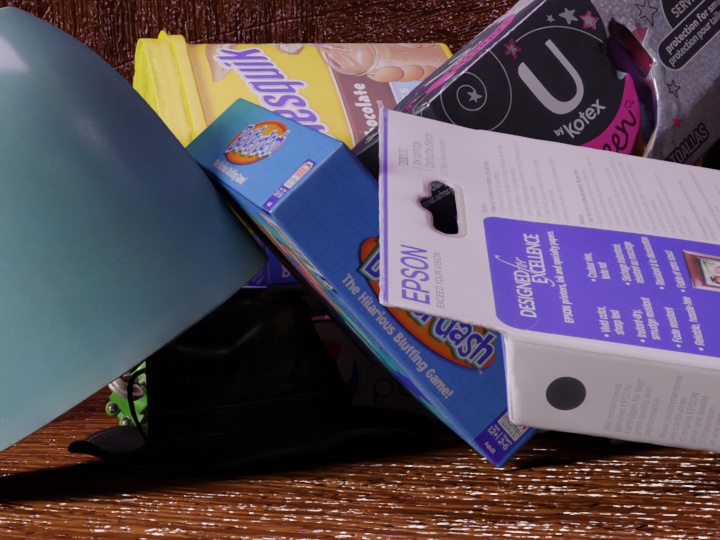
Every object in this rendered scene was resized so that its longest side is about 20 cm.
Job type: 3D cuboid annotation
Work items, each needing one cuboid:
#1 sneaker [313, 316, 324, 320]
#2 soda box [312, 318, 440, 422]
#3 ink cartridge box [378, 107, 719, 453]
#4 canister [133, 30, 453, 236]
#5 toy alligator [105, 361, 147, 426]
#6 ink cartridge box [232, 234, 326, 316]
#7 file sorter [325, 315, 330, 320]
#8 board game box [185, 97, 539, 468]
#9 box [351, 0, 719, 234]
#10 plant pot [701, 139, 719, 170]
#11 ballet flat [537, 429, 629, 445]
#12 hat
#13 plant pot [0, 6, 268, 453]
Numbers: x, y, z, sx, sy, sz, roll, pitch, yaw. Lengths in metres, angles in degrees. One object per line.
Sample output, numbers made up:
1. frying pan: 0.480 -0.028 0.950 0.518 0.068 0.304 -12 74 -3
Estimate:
1. sneaker: -0.090 0.060 1.174 0.077 0.079 0.200 -9 -14 -36
2. soda box: 0.014 0.058 0.949 0.198 0.064 0.068 -4 0 10
3. ink cartridge box: 0.100 0.002 0.628 0.198 0.044 0.199 11 25 -3
4. canister: -0.032 -0.080 0.977 0.198 0.087 0.149 -2 41 -15
5. toy alligator: -0.131 0.077 0.981 0.054 0.059 0.200 -47 -7 9
6. ink cartridge box: 0.000 0.000 0.910 0.198 0.042 0.119 -5 -9 -14
7. file sorter: 0.073 0.023 1.060 0.198 0.127 0.139 -4 0 2
8. board game box: -0.002 -0.002 0.738 0.045 0.152 0.200 -43 20 -5
9. box: 0.103 -0.082 0.818 0.200 0.115 0.132 -43 6 -25
10. plant pot: 0.281 -0.082 0.885 0.198 0.136 0.200 -4 -4 0
11. ballet flat: 0.114 0.056 0.752 0.071 0.073 0.199 -4 -3 -32
12. hat: -0.057 0.052 0.825 0.198 0.082 0.201 -3 -1 0
13. plant pot: -0.166 -0.020 0.730 0.199 0.162 0.201 -31 6 4
